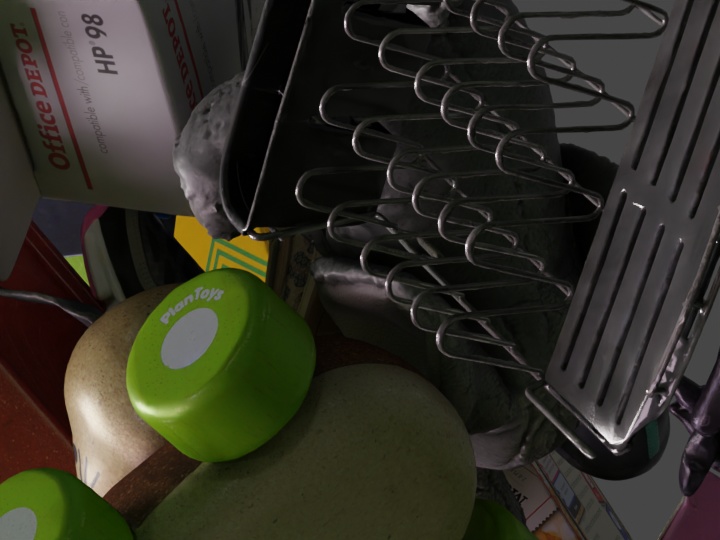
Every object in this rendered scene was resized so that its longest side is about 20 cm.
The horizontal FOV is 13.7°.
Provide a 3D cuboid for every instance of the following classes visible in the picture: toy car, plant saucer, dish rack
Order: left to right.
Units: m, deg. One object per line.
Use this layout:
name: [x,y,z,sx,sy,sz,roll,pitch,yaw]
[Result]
plant saucer: [-0.111,0.049,1.110,0.200,0.037,0.200,52,-170,-20]
toy car: [-0.063,0.067,0.978,0.164,0.158,0.200,44,177,-36]
dish rack: [0.038,-0.047,0.839,0.200,0.054,0.154,45,124,52]

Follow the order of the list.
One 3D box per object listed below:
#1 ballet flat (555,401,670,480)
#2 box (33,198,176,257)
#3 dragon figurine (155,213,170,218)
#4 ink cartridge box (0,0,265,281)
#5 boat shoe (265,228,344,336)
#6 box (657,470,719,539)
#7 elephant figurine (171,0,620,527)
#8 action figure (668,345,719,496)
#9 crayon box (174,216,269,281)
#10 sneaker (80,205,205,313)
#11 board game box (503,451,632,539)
ballet flat: [0.059,0.024,1.143,0.200,0.073,0.073,40,160,55]
box: [-0.151,-0.140,1.279,0.200,0.117,0.198,70,-162,-51]
dragon figurine: [-0.067,-0.053,1.179,0.099,0.059,0.200,9,161,32]
ink cartridge box: [-0.079,-0.101,1.049,0.066,0.201,0.116,7,144,16]
boat shoe: [0.000,0.000,1.112,0.063,0.073,0.202,-18,64,61]
box: [0.107,0.191,1.039,0.096,0.176,0.200,31,163,11]
elephant figurine: [0.041,0.003,1.005,0.201,0.141,0.155,60,-169,2]
action figure: [0.133,0.062,0.793,0.118,0.102,0.200,30,-149,0]
crayon box: [-0.021,0.037,1.340,0.126,0.051,0.200,41,-163,-38]
sneaker: [-0.026,0.041,1.166,0.200,0.087,0.074,51,-170,2]
board game box: [0.078,0.111,1.262,0.201,0.046,0.151,58,-172,4]
